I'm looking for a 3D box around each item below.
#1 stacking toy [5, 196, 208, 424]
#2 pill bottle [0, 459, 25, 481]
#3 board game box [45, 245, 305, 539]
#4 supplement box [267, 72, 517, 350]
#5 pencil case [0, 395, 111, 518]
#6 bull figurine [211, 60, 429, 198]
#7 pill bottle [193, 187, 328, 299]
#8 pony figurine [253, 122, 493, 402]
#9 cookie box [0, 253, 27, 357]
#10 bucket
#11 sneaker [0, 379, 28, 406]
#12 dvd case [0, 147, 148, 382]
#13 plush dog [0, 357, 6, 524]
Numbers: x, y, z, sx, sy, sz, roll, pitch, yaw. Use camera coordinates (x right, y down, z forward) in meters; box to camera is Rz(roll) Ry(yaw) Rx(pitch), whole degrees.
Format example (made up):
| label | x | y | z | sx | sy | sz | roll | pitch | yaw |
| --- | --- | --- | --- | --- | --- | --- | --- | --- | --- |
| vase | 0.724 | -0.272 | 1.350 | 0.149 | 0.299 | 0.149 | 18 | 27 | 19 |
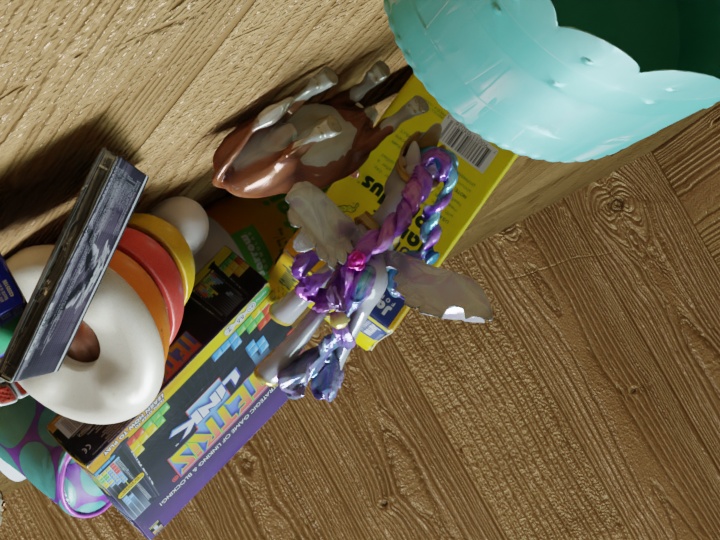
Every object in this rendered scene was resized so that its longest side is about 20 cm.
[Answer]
| label | x | y | z | sx | sy | sz | roll | pitch | yaw |
| --- | --- | --- | --- | --- | --- | --- | --- | --- | --- |
| stacking toy | -0.171 | 0.008 | 1.511 | 0.146 | 0.146 | 0.200 | -33 | -170 | 38 |
| pill bottle | -0.267 | 0.116 | 1.947 | 0.199 | 0.120 | 0.120 | -30 | 175 | 7 |
| board game box | -0.137 | 0.100 | 1.600 | 0.200 | 0.057 | 0.166 | -46 | 151 | -11 |
| supplement box | 0.029 | -0.051 | 1.629 | 0.200 | 0.109 | 0.109 | -54 | -179 | -14 |
| pencil case | -0.274 | 0.135 | 1.715 | 0.085 | 0.200 | 0.092 | -52 | 137 | -11 |
| bull figurine | -0.027 | -0.100 | 1.476 | 0.121 | 0.065 | 0.200 | -38 | 174 | 34 |
| pill bottle | -0.097 | -0.009 | 1.708 | 0.199 | 0.112 | 0.111 | -27 | 175 | -32 |
| pony figurine | 0.000 | 0.000 | 1.452 | 0.200 | 0.166 | 0.193 | -54 | -169 | 24 |
| cookie box | -0.306 | 0.049 | 1.257 | 0.199 | 0.076 | 0.171 | -29 | 175 | -9 |
| bucket | 0.113 | -0.156 | 0.943 | 0.206 | 0.208 | 0.135 | -27 | 177 | -31 |
| sneaker | -0.290 | 0.071 | 1.621 | 0.082 | 0.077 | 0.200 | -25 | 179 | 40 |
| dvd case | -0.180 | -0.002 | 1.285 | 0.200 | 0.016 | 0.149 | 111 | 4 | -89 |
| plush dog | -0.299 | 0.136 | 1.406 | 0.159 | 0.173 | 0.200 | -6 | -172 | 26 |
